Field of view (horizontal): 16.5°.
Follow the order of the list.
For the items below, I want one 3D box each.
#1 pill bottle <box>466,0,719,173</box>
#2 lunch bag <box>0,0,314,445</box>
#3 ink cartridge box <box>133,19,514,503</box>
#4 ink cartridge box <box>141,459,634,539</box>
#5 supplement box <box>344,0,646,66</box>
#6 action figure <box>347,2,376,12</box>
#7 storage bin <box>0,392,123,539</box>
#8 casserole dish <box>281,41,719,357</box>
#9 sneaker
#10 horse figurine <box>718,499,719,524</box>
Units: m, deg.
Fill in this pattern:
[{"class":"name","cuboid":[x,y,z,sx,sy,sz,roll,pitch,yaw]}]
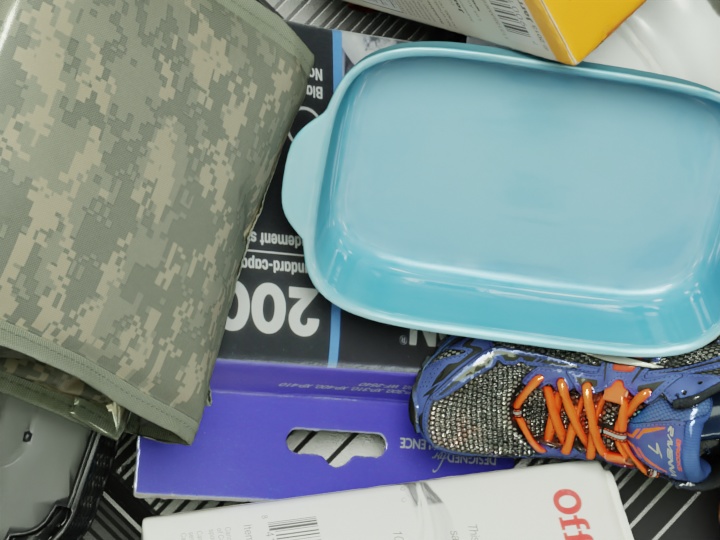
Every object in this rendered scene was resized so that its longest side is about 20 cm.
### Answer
[{"class":"pill bottle","cuboid":[0.146,-0.131,1.055,0.200,0.114,0.114,-42,85,-17]},{"class":"lunch bag","cuboid":[-0.107,-0.038,0.903,0.117,0.200,0.164,8,75,36]},{"class":"ink cartridge box","cuboid":[0.000,0.000,1.047,0.198,0.043,0.201,5,83,-34]},{"class":"ink cartridge box","cuboid":[0.018,0.168,1.012,0.199,0.083,0.147,-7,50,-9]},{"class":"supplement box","cuboid":[0.061,-0.159,0.988,0.126,0.200,0.074,-41,119,-13]},{"class":"action figure","cuboid":[0.030,-0.214,1.113,0.065,0.052,0.201,6,89,-4]},{"class":"storage bin","cuboid":[-0.158,0.012,1.066,0.135,0.094,0.201,18,85,2]},{"class":"casserole dish","cuboid":[0.069,-0.032,0.976,0.199,0.039,0.121,7,117,-6]},{"class":"sneaker","cuboid":[0.118,0.051,1.017,0.199,0.079,0.076,-5,123,6]},{"class":"horse figurine","cuboid":[0.214,0.094,1.048,0.199,0.050,0.133,-8,50,19]}]
